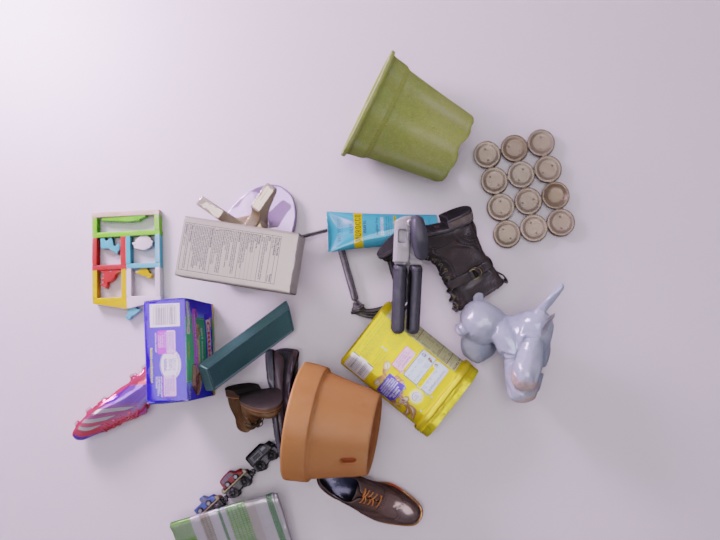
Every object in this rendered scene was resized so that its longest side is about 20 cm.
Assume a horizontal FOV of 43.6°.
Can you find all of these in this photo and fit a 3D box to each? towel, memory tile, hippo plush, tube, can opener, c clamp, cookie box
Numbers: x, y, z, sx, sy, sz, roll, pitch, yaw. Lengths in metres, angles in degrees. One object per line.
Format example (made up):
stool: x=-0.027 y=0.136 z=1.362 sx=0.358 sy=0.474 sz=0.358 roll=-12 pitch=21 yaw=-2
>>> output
towel: x=-0.219 y=0.480 z=1.586 sx=0.199 sy=0.031 sz=0.150 roll=-16 pitch=99 yaw=5
memory tile: x=0.296 y=-0.148 z=1.626 sx=0.152 sy=0.017 sz=0.201 roll=-13 pitch=83 yaw=3
hippo plush: x=0.237 y=0.123 z=1.525 sx=0.160 sy=0.201 sz=0.160 roll=15 pitch=47 yaw=16
tube: x=0.039 y=-0.072 z=1.611 sx=0.198 sy=0.050 sz=0.078 roll=-2 pitch=64 yaw=-2
can opener: x=0.081 y=0.008 z=1.493 sx=0.053 sy=0.067 sz=0.202 roll=1 pitch=95 yaw=-8
c clamp: x=0.000 y=0.000 z=1.631 sx=0.170 sy=0.027 sz=0.201 roll=-21 pitch=83 yaw=-5
cookie box: x=-0.308 y=0.138 z=1.552 sx=0.075 sy=0.200 sz=0.172 roll=-3 pitch=85 yaw=3

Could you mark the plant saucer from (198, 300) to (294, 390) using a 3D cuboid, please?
plant saucer: x=-0.193 y=0.134 z=1.569 sx=0.200 sy=0.070 sz=0.019 roll=-36 pitch=49 yaw=-27

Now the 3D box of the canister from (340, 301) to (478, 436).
canister: x=0.083 y=0.168 z=1.569 sx=0.200 sy=0.087 sz=0.149 roll=39 pitch=89 yaw=2

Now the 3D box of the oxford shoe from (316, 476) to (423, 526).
oxford shoe: x=0.013 y=0.398 z=1.567 sx=0.199 sy=0.073 sz=0.072 roll=19 pitch=87 yaw=6

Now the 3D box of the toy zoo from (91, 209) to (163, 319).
toy zoo: x=-0.431 y=-0.010 z=1.665 sx=0.130 sy=0.020 sz=0.202 roll=-2 pitch=84 yaw=4

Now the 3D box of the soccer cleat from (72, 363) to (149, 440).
soccer cleat: x=-0.429 y=0.249 z=1.621 sx=0.200 sy=0.067 sz=0.077 roll=-40 pitch=88 yaw=-3

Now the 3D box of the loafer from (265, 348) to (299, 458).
loafer: x=-0.128 y=0.236 z=1.597 sx=0.063 sy=0.072 sz=0.201 roll=-9 pitch=81 yaw=-1

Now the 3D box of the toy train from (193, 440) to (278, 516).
toy train: x=-0.226 y=0.379 z=1.607 sx=0.200 sy=0.034 sz=0.046 roll=-44 pitch=80 yaw=-1

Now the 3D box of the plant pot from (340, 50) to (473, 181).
plant pot: x=0.090 y=-0.252 z=1.578 sx=0.183 sy=0.200 sz=0.201 roll=26 pitch=87 yaw=-6

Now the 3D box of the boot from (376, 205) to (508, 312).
boot: x=0.145 y=-0.003 z=1.576 sx=0.199 sy=0.069 sz=0.175 roll=-22 pitch=110 yaw=3

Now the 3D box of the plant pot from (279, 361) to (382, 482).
plant pot: x=-0.043 y=0.264 z=1.517 sx=0.139 sy=0.200 sz=0.202 roll=9 pitch=85 yaw=7

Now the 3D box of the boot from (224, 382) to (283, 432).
boot: x=-0.177 y=0.241 z=1.545 sx=0.073 sy=0.200 sz=0.076 roll=-9 pitch=93 yaw=-24

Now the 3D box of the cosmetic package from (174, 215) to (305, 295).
cosmetic package: x=-0.200 y=-0.024 z=1.508 sx=0.199 sy=0.071 sz=0.106 roll=10 pitch=87 yaw=6

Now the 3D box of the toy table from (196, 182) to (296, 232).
toy table: x=-0.200 y=-0.070 z=1.606 sx=0.183 sy=0.117 sz=0.201 roll=23 pitch=88 yaw=6
